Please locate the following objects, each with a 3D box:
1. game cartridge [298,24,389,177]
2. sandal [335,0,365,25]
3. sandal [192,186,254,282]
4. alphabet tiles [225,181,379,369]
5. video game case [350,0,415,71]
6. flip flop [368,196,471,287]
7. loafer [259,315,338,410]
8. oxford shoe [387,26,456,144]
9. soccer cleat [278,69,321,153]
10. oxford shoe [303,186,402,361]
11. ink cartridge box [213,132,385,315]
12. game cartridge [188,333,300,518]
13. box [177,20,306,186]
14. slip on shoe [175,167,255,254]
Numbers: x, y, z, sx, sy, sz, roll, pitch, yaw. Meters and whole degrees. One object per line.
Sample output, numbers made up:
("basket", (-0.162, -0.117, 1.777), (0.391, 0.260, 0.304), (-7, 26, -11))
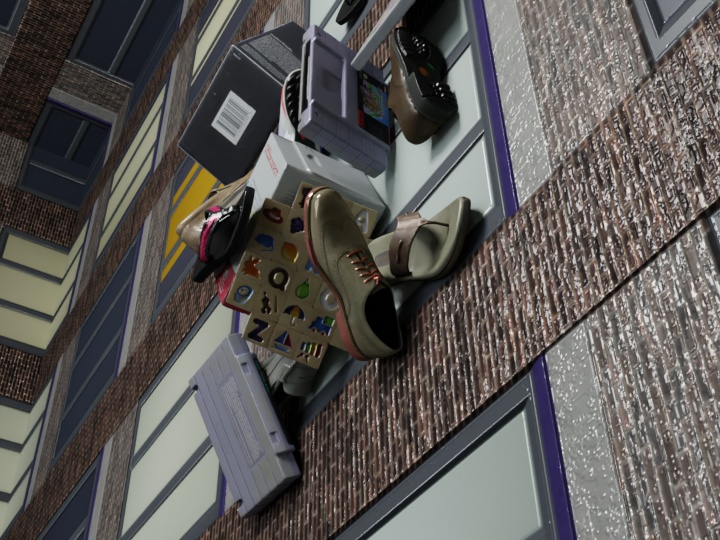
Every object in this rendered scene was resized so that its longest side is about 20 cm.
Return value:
("game cartridge", (-0.019, -0.222, 1.338), (0.038, 0.129, 0.201), (-43, 33, 37))
("sandal", (0.005, -0.485, 1.640), (0.200, 0.045, 0.075), (-57, 26, 26))
("sandal", (-0.182, -0.042, 1.272), (0.200, 0.045, 0.075), (-41, 32, 53))
("alphabet tiles", (-0.059, 0.006, 1.219), (0.006, 0.166, 0.201), (37, -106, -88))
("video game case", (0.059, -0.363, 1.369), (0.143, 0.018, 0.200), (-46, 12, 43))
("flip flop", (0.051, -0.030, 1.123), (0.200, 0.057, 0.081), (-18, 54, 55))
("loafer", (-0.078, 0.122, 1.290), (0.200, 0.070, 0.070), (-45, 68, 40))
("oxford shoe", (0.058, -0.230, 1.269), (0.085, 0.072, 0.200), (-54, 27, 36))
("soccer cleat", (-0.084, -0.173, 1.411), (0.073, 0.068, 0.201), (-125, 39, -80))
("oxford shoe", (0.000, 0.000, 1.117), (0.075, 0.070, 0.201), (-10, 104, 56))
("ink cartridge box", (-0.084, -0.048, 1.327), (0.201, 0.144, 0.145), (-63, 21, 17))
("game cartridge", (-0.147, 0.194, 1.299), (0.130, 0.038, 0.201), (-44, 62, 38))
("box", (-0.152, -0.257, 1.593), (0.200, 0.123, 0.198), (-53, -5, 32))
("slip on shoe", (-0.185, -0.097, 1.450), (0.200, 0.060, 0.076), (-57, -7, -36))
